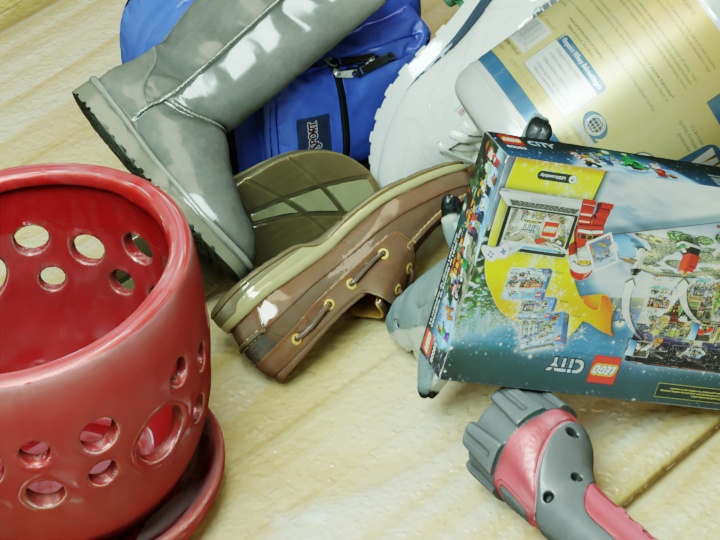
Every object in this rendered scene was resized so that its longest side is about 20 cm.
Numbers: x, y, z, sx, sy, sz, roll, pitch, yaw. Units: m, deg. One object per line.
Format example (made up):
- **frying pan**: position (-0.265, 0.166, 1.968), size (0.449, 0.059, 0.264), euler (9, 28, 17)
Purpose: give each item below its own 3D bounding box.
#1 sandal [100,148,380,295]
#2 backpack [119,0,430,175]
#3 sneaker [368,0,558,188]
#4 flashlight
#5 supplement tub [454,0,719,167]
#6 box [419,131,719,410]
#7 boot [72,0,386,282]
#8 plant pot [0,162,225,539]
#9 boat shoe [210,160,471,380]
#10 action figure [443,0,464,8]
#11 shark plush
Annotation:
- **sandal**: position (-0.082, -0.027, 1.396), size (0.199, 0.081, 0.054), euler (-22, 19, -11)
- **backpack**: position (-0.057, -0.144, 1.456), size (0.199, 0.163, 0.168), euler (-18, 43, -13)
- **sneaker**: position (0.079, -0.114, 1.391), size (0.076, 0.200, 0.081), euler (12, 29, -44)
- **flashlight**: position (0.139, 0.138, 1.150), size (0.068, 0.068, 0.200), euler (1, 28, -43)
- **supplement tub**: position (0.174, -0.114, 1.287), size (0.200, 0.145, 0.145), euler (-35, 40, 4)
- **box**: position (0.146, 0.003, 1.197), size (0.199, 0.137, 0.038), euler (8, 24, -22)
- **boot**: position (-0.060, -0.116, 1.340), size (0.200, 0.073, 0.182), euler (-36, 78, -11)
- **plant pot**: position (-0.178, 0.066, 1.197), size (0.199, 0.183, 0.201), euler (-4, 39, 4)
- **boat shoe**: position (0.000, 0.000, 1.349), size (0.200, 0.072, 0.068), euler (-34, 83, -25)
- **action figure**: position (0.158, -0.233, 1.506), size (0.199, 0.055, 0.118), euler (-26, 45, -11)
- **shark plush**: position (0.062, -0.007, 1.243), size (0.091, 0.200, 0.083), euler (-21, 56, -24)
